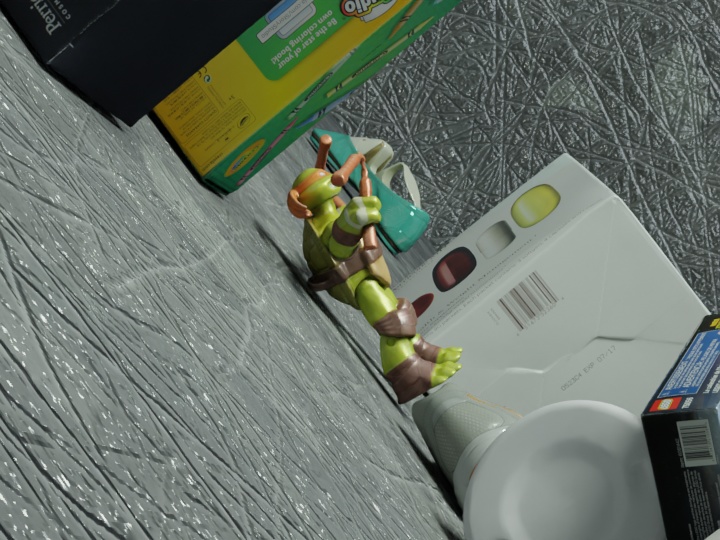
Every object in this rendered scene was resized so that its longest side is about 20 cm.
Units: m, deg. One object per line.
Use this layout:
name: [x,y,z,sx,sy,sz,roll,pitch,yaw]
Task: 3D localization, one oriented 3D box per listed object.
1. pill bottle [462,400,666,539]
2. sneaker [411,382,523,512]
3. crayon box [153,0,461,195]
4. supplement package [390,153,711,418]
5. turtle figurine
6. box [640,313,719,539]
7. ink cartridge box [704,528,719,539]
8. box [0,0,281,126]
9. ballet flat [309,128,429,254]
pill bottle: [0.140,0.155,1.046,0.114,0.113,0.200,54,5,36]
sneaker: [0.098,0.123,1.177,0.092,0.076,0.200,49,0,41]
crayon box: [-0.040,-0.153,1.131,0.119,0.200,0.058,52,5,14]
supplement package: [0.138,0.038,1.483,0.147,0.191,0.200,51,4,-12]
turtle figurine: [0.000,0.000,1.203,0.162,0.064,0.200,59,-5,-4]
box: [0.187,0.135,0.970,0.137,0.040,0.201,-38,118,-61]
ink cartridge box: [0.150,0.185,0.813,0.129,0.125,0.200,52,5,9]
box: [-0.113,-0.210,0.964,0.200,0.182,0.104,53,4,20]
ballet flat: [0.018,-0.103,2.217,0.200,0.070,0.067,54,5,35]
